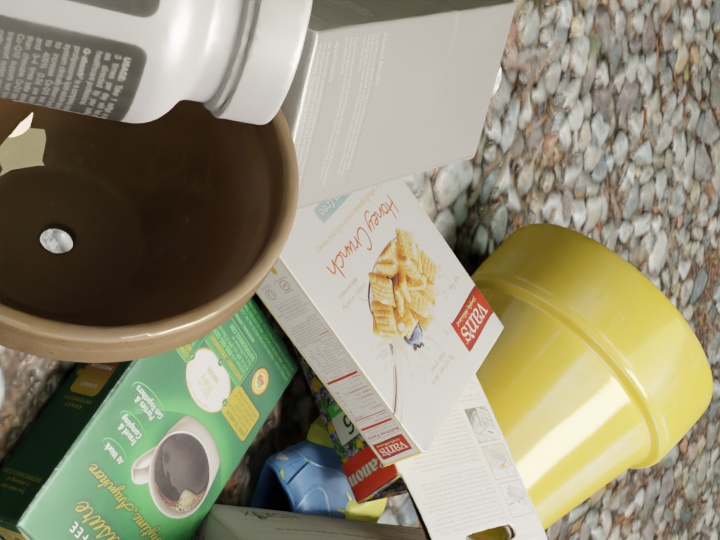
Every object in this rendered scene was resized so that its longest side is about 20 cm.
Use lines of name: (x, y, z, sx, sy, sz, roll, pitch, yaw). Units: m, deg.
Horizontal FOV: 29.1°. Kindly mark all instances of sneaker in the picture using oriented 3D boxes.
sneaker: (-0.032, 0.196, 0.938, 0.105, 0.076, 0.201, -16, 109, -36)

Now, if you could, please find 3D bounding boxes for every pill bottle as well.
pill bottle: (-0.127, -0.127, 0.589, 0.199, 0.116, 0.116, 10, 90, -19)

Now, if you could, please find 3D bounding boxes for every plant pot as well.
plant pot: (0.126, 0.098, 1.035, 0.189, 0.201, 0.201, -43, 133, -19)
plant pot: (-0.136, -0.035, 0.658, 0.201, 0.201, 0.093, -48, 175, -36)

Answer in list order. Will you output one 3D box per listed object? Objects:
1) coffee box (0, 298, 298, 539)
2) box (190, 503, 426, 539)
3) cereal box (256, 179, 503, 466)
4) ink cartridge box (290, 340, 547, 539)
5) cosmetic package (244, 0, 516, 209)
coffee box: (-0.121, 0.093, 0.793, 0.200, 0.044, 0.123, -59, 140, -28)
box: (-0.007, 0.268, 0.827, 0.199, 0.171, 0.200, 13, 97, -35)
cereal box: (0.000, 0.000, 0.855, 0.200, 0.039, 0.144, 54, 39, -12)
ink cartridge box: (0.035, 0.104, 0.903, 0.109, 0.050, 0.201, -3, 62, -44)
cosmetic package: (-0.005, -0.109, 0.779, 0.200, 0.090, 0.107, -21, 132, -54)
